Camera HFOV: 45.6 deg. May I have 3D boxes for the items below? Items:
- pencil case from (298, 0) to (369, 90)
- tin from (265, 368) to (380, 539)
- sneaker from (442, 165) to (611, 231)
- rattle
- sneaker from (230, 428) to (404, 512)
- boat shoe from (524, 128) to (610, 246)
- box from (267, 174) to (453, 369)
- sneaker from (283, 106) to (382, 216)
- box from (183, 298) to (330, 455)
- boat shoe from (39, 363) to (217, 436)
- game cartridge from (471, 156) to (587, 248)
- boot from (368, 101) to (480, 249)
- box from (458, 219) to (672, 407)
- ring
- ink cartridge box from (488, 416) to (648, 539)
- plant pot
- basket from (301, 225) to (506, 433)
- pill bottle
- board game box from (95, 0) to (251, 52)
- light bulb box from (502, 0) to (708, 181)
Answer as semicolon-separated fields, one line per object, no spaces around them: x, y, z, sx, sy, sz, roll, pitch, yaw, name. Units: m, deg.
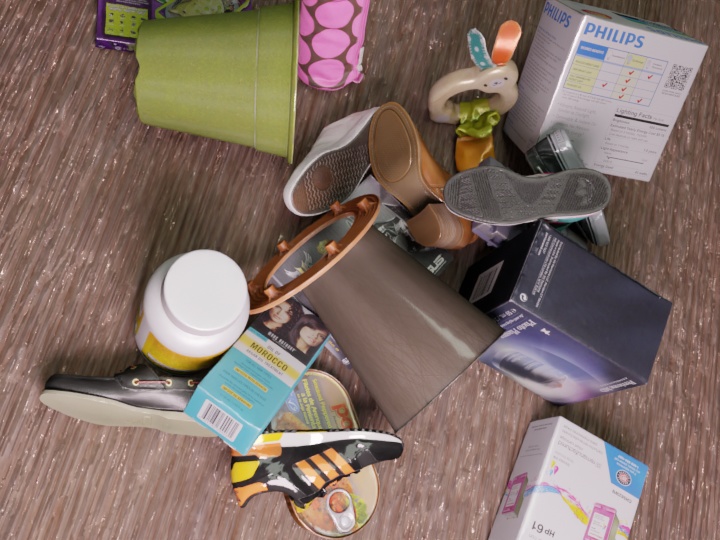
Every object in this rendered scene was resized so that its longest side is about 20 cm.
-0.030;-0.323;1.096;0.093;0.200;0.091;26;63;7;pencil case
-0.048;0.217;1.018;0.111;0.042;0.201;-16;79;-19;tin
0.197;-0.087;1.067;0.198;0.121;0.084;1;82;0;sneaker
0.161;-0.211;1.128;0.129;0.200;0.144;18;69;-13;rattle
-0.048;0.224;0.964;0.199;0.070;0.091;2;78;-14;sneaker
0.280;-0.105;1.164;0.200;0.071;0.072;54;24;-32;boat shoe
0.000;0.000;1.093;0.158;0.048;0.200;46;65;-2;box
-0.039;-0.137;1.106;0.200;0.084;0.073;-45;122;-30;sneaker
-0.108;0.109;0.959;0.082;0.049;0.200;35;36;1;box
-0.250;0.140;0.954;0.200;0.074;0.063;11;62;-18;boat shoe
0.232;-0.055;1.160;0.199;0.038;0.130;33;43;-24;game cartridge
0.097;-0.122;1.119;0.155;0.077;0.201;-9;69;-57;boot
0.239;0.064;1.074;0.198;0.200;0.124;29;66;-8;box
-0.061;-0.025;0.971;0.200;0.200;0.019;-46;108;-24;ring
0.256;0.308;1.071;0.144;0.085;0.201;29;68;-9;ink cartridge box
-0.172;-0.236;1.042;0.189;0.200;0.201;3;73;-6;plant pot
0.035;0.056;0.988;0.200;0.180;0.136;47;24;8;basket
-0.183;0.045;0.932;0.112;0.200;0.114;5;72;-17;pill bottle
-0.241;-0.335;1.120;0.199;0.032;0.121;4;77;-19;board game box
0.331;-0.250;1.186;0.197;0.201;0.125;8;28;-18;light bulb box
